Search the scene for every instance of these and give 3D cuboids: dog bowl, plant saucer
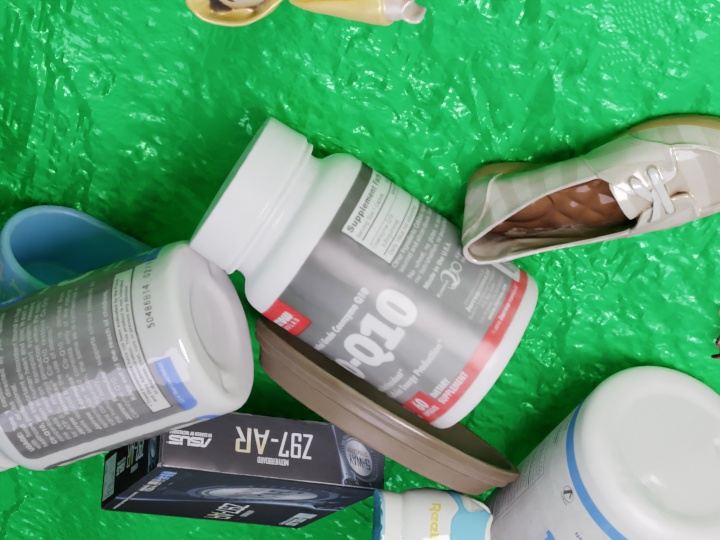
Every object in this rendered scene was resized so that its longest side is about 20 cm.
[{"bbox_3d":[-0.171,0.023,1.292,0.199,0.112,0.050,28,127,0],"label":"dog bowl"},{"bbox_3d":[0.013,0.092,1.222,0.199,0.030,0.200,30,-177,-2],"label":"plant saucer"}]

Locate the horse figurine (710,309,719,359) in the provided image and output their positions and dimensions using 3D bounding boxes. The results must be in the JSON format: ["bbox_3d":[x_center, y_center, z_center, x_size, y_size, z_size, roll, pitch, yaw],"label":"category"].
[{"bbox_3d":[0.297,0.032,1.078,0.199,0.050,0.133,12,133,22],"label":"horse figurine"}]

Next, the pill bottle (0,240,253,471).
[{"bbox_3d":[-0.179,0.062,1.192,0.199,0.114,0.114,-18,125,18],"label":"pill bottle"}]

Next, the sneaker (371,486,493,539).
[{"bbox_3d":[0.046,0.187,1.249,0.080,0.077,0.200,4,171,0],"label":"sneaker"}]

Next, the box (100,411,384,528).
[{"bbox_3d":[-0.088,0.143,1.330,0.159,0.044,0.200,8,162,-18],"label":"box"}]

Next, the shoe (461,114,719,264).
[{"bbox_3d":[0.143,-0.040,1.082,0.199,0.053,0.070,-11,128,37],"label":"shoe"}]

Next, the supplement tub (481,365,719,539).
[{"bbox_3d":[0.162,0.163,1.232,0.132,0.132,0.200,30,140,-3],"label":"supplement tub"}]

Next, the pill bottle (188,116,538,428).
[{"bbox_3d":[0.000,0.000,1.160,0.200,0.114,0.114,33,141,-7],"label":"pill bottle"}]

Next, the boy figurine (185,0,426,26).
[{"bbox_3d":[-0.015,-0.182,1.013,0.199,0.065,0.125,-5,133,29],"label":"boy figurine"}]
